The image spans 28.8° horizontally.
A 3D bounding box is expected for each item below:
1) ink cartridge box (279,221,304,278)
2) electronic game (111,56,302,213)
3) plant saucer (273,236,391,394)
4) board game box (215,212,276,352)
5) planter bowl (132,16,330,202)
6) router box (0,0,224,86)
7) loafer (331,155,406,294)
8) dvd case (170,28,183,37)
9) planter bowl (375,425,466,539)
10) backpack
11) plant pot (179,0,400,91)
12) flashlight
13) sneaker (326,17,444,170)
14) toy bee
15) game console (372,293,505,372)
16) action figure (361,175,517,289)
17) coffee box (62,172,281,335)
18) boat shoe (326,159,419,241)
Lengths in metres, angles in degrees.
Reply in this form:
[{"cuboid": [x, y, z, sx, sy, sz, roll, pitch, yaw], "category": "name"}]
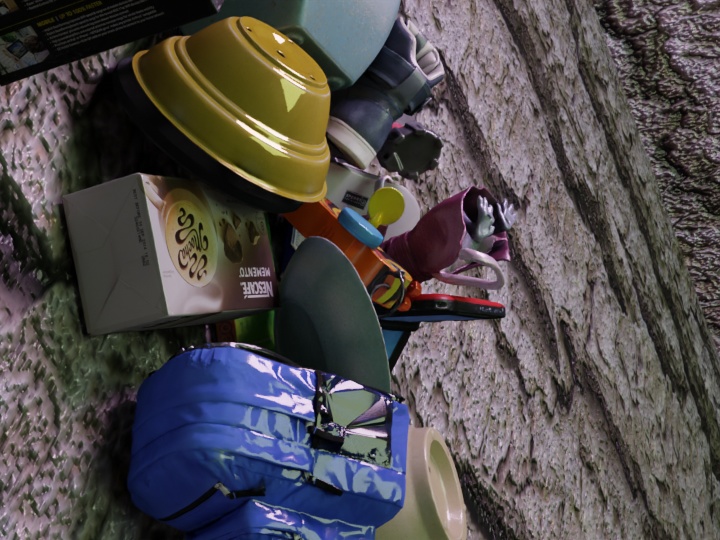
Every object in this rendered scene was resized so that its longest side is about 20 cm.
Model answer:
[{"cuboid": [-0.038, 0.001, 1.477, 0.201, 0.039, 0.100, 57, 29, -41], "category": "ink cartridge box"}, {"cuboid": [-0.128, -0.119, 1.217, 0.199, 0.042, 0.200, 34, 19, -13], "category": "electronic game"}, {"cuboid": [-0.037, 0.073, 1.231, 0.038, 0.201, 0.204, -13, 89, -24], "category": "plant saucer"}, {"cuboid": [-0.106, 0.030, 1.315, 0.095, 0.030, 0.203, 21, 61, -64], "category": "board game box"}, {"cuboid": [-0.087, -0.154, 1.178, 0.199, 0.084, 0.201, 33, 19, -13], "category": "planter bowl"}, {"cuboid": [-0.210, -0.225, 0.986, 0.150, 0.198, 0.051, 59, 30, -34], "category": "router box"}, {"cuboid": [0.011, -0.061, 1.518, 0.202, 0.070, 0.068, 60, 0, 2], "category": "loafer"}, {"cuboid": [-0.133, -0.213, 1.404, 0.200, 0.016, 0.151, 36, 44, -57], "category": "dvd case"}, {"cuboid": [0.023, 0.224, 1.337, 0.200, 0.133, 0.203, -16, 90, -75], "category": "planter bowl"}, {"cuboid": [-0.079, 0.152, 1.093, 0.199, 0.162, 0.169, 25, 49, -27], "category": "backpack"}, {"cuboid": [-0.074, -0.274, 1.323, 0.196, 0.194, 0.203, 38, 48, -55], "category": "plant pot"}, {"cuboid": [0.044, -0.140, 1.473, 0.200, 0.067, 0.068, -132, -119, -73], "category": "flashlight"}, {"cuboid": [0.004, -0.186, 1.411, 0.077, 0.147, 0.202, 39, -2, -29], "category": "sneaker"}, {"cuboid": [0.000, 0.000, 1.292, 0.108, 0.130, 0.202, 31, 33, -46], "category": "toy bee"}, {"cuboid": [0.043, 0.089, 1.422, 0.200, 0.170, 0.120, 9, 79, -66], "category": "game console"}, {"cuboid": [0.058, -0.007, 1.376, 0.134, 0.198, 0.150, 44, 32, -43], "category": "action figure"}, {"cuboid": [-0.151, -0.012, 1.162, 0.200, 0.079, 0.115, 0, 77, -67], "category": "coffee box"}, {"cuboid": [-0.015, -0.073, 1.428, 0.199, 0.065, 0.073, 16, 102, -49], "category": "boat shoe"}]
